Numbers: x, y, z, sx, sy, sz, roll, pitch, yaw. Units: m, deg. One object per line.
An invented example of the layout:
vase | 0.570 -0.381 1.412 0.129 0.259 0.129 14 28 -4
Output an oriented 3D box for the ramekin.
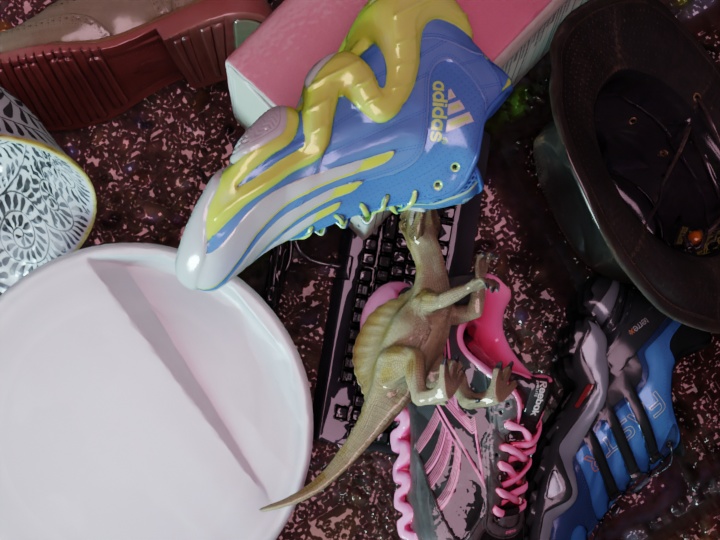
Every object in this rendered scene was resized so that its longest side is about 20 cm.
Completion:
ramekin | -0.127 0.085 1.277 0.200 0.094 0.204 0 90 -4

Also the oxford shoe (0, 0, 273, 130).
oxford shoe | -0.146 -0.134 1.299 0.198 0.071 0.075 -13 59 1

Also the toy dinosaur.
toy dinosaur | 0.027 0.052 1.225 0.058 0.101 0.201 36 69 -40

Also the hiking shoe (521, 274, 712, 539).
hiking shoe | 0.141 0.106 1.306 0.086 0.074 0.202 16 89 -3

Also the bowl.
bowl | -0.249 -0.055 1.241 0.199 0.201 0.095 -15 64 -4

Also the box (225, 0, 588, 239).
box | 0.032 -0.132 1.258 0.109 0.128 0.200 43 82 6

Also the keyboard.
keyboard | 0.000 0.000 1.323 0.126 0.021 0.202 10 89 -4

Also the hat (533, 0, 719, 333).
hat | 0.151 -0.053 1.291 0.200 0.081 0.202 18 62 -39

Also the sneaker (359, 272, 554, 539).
sneaker | 0.066 0.093 1.256 0.095 0.079 0.202 -20 79 30

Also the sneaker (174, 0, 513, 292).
sneaker | 0.000 -0.050 1.142 0.105 0.076 0.200 39 82 4
